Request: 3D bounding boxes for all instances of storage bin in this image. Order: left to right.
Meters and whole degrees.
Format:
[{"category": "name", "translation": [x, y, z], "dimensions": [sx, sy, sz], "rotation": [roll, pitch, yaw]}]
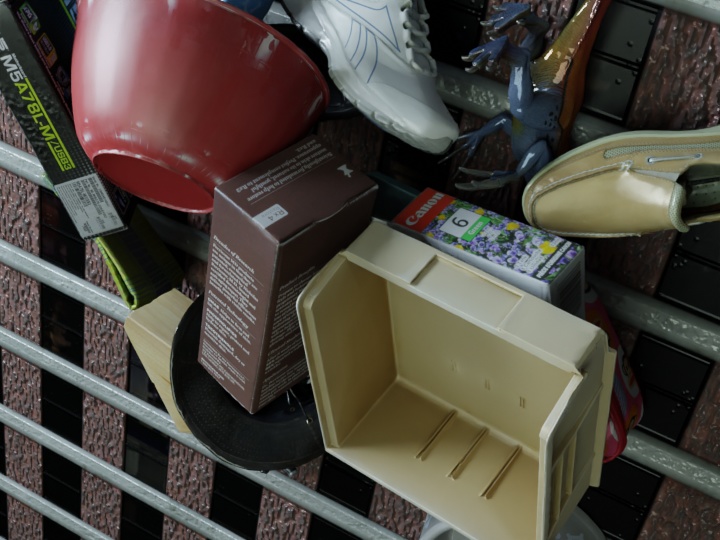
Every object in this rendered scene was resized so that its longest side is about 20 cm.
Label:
[{"category": "storage bin", "translation": [0.068, 0.090, 0.761], "dimensions": [0.200, 0.094, 0.199], "rotation": [27, 147, 28]}]

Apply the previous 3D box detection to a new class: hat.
[{"category": "hat", "translation": [-0.074, 0.083, 0.981], "dimensions": [0.201, 0.201, 0.081], "rotation": [48, 173, 0]}]

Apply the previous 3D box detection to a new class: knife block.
[{"category": "knife block", "translation": [-0.117, 0.108, 1.043], "dimensions": [0.175, 0.064, 0.201], "rotation": [-3, 122, 34]}]

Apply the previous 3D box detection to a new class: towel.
[{"category": "towel", "translation": [-0.220, -0.035, 0.973], "dimensions": [0.023, 0.200, 0.144], "rotation": [-33, 97, 4]}]

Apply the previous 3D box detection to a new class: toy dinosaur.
[{"category": "toy dinosaur", "translation": [0.133, -0.094, 0.778], "dimensions": [0.199, 0.105, 0.182], "rotation": [-17, 125, 26]}]

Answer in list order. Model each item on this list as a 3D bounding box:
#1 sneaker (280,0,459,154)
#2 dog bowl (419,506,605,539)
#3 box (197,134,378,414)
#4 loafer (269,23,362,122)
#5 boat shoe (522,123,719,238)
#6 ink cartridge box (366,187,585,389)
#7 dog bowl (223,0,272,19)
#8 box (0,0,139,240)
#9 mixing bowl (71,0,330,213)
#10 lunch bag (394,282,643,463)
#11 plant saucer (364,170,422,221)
[{"category": "sneaker", "translation": [0.015, -0.166, 0.771], "dimensions": [0.087, 0.074, 0.200], "rotation": [-41, 61, 15]}, {"category": "dog bowl", "translation": [0.140, 0.288, 1.002], "dimensions": [0.199, 0.059, 0.201], "rotation": [15, 123, 25]}, {"category": "box", "translation": [-0.060, 0.007, 0.805], "dimensions": [0.075, 0.100, 0.200], "rotation": [41, 142, 21]}, {"category": "loafer", "translation": [-0.073, -0.164, 0.887], "dimensions": [0.199, 0.063, 0.072], "rotation": [17, 81, 21]}, {"category": "boat shoe", "translation": [0.206, -0.056, 0.721], "dimensions": [0.199, 0.076, 0.072], "rotation": [-14, 118, 18]}, {"category": "ink cartridge box", "translation": [0.070, 0.001, 0.796], "dimensions": [0.200, 0.050, 0.109], "rotation": [25, 143, 33]}, {"category": "dog bowl", "translation": [-0.135, -0.269, 0.790], "dimensions": [0.111, 0.050, 0.201], "rotation": [-14, 97, 23]}, {"category": "box", "translation": [-0.231, -0.157, 0.872], "dimensions": [0.047, 0.193, 0.200], "rotation": [-14, 121, 13]}, {"category": "mixing bowl", "translation": [-0.131, -0.111, 0.783], "dimensions": [0.199, 0.109, 0.200], "rotation": [16, 164, 5]}, {"category": "lunch bag", "translation": [0.119, 0.083, 0.891], "dimensions": [0.200, 0.082, 0.177], "rotation": [-18, 101, 35]}, {"category": "plant saucer", "translation": [0.000, 0.000, 0.875], "dimensions": [0.070, 0.019, 0.200], "rotation": [25, 131, -5]}]
